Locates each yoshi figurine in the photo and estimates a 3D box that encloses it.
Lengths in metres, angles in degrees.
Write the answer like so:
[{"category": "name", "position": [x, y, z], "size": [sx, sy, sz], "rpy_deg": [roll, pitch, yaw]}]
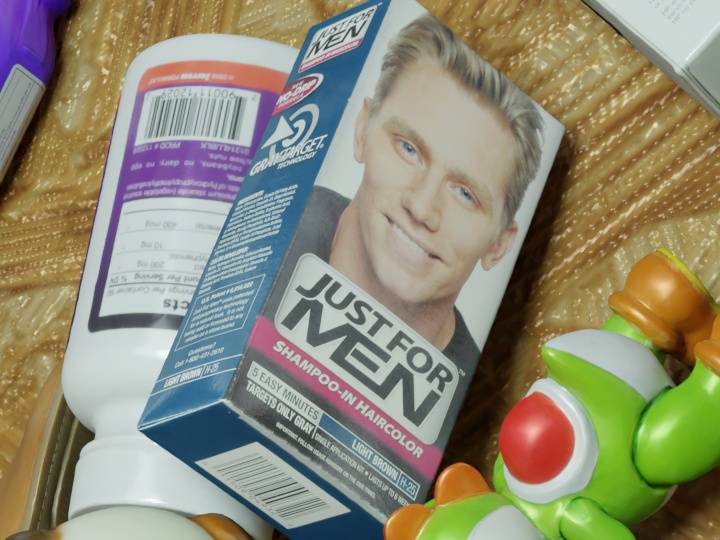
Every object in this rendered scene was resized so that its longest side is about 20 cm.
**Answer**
[{"category": "yoshi figurine", "position": [0.082, 0.097, 1.056], "size": [0.112, 0.112, 0.200], "rpy_deg": [44, 81, 8]}]

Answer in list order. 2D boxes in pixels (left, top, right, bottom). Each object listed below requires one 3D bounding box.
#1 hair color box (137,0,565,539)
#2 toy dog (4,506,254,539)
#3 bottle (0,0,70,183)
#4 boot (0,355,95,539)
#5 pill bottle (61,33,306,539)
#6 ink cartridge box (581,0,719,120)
[{"category": "hair color box", "position": [0.000, 0.000, 1.109], "size": [0.060, 0.100, 0.201], "rpy_deg": [-20, 40, 49]}, {"category": "toy dog", "position": [-0.079, 0.180, 1.042], "size": [0.139, 0.194, 0.200], "rpy_deg": [-10, 49, -12]}, {"category": "bottle", "position": [-0.188, -0.096, 1.348], "size": [0.083, 0.065, 0.201], "rpy_deg": [14, 74, 38]}, {"category": "boot", "position": [-0.170, 0.127, 1.222], "size": [0.155, 0.077, 0.201], "rpy_deg": [-6, 70, 37]}, {"category": "pill bottle", "position": [-0.061, 0.015, 1.170], "size": [0.111, 0.111, 0.201], "rpy_deg": [-5, 64, 33]}, {"category": "ink cartridge box", "position": [0.136, -0.165, 1.147], "size": [0.145, 0.084, 0.200], "rpy_deg": [-47, 49, 5]}]
